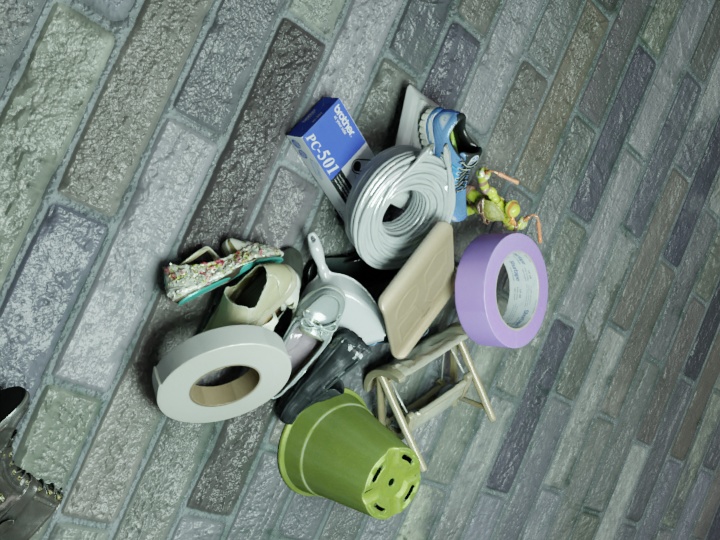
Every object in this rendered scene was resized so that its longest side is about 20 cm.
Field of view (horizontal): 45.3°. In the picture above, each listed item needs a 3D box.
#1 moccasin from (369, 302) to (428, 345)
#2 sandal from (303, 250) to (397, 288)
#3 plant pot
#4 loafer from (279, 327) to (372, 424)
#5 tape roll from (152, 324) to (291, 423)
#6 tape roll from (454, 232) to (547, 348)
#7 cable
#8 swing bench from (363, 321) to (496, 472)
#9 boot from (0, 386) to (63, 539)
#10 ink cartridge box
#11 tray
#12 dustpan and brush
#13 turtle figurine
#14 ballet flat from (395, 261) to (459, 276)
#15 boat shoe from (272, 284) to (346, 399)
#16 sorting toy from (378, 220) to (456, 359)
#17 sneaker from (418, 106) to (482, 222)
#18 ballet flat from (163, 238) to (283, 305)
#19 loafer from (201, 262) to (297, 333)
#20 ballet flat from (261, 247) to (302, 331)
[{"bbox_3d":[0.034,0.087,1.482,0.199,0.068,0.081,-4,106,-36],"label":"moccasin"},{"bbox_3d":[0.000,0.001,1.441,0.200,0.048,0.076,-16,112,-33],"label":"sandal"},{"bbox_3d":[-0.005,0.319,1.438,0.199,0.190,0.201,-12,109,-36],"label":"plant pot"},{"bbox_3d":[-0.059,0.182,1.389,0.070,0.068,0.201,38,110,-2],"label":"loafer"},{"bbox_3d":[-0.201,0.153,1.256,0.202,0.037,0.203,-16,145,-12],"label":"tape roll"},{"bbox_3d":[0.251,0.035,1.523,0.200,0.065,0.201,-1,92,-45],"label":"tape roll"},{"bbox_3d":[0.063,-0.101,1.376,0.200,0.069,0.200,-33,135,-15],"label":"cable"},{"bbox_3d":[0.122,0.215,1.558,0.198,0.130,0.201,-26,112,-31],"label":"swing bench"},{"bbox_3d":[-0.459,0.266,1.138,0.200,0.069,0.174,-53,134,-11],"label":"boot"},{"bbox_3d":[-0.027,-0.169,1.377,0.094,0.044,0.200,-49,127,-20],"label":"ink cartridge box"},{"bbox_3d":[0.095,-0.200,1.451,0.107,0.022,0.201,20,79,-52],"label":"tray"},{"bbox_3d":[-0.050,0.034,1.380,0.139,0.057,0.201,-15,121,6],"label":"dustpan and brush"},{"bbox_3d":[0.231,-0.111,1.529,0.200,0.161,0.065,44,74,-39],"label":"turtle figurine"},{"bbox_3d":[0.149,0.006,1.557,0.199,0.073,0.073,13,94,-41],"label":"ballet flat"},{"bbox_3d":[-0.088,0.112,1.346,0.074,0.065,0.202,33,106,-21],"label":"boat shoe"},{"bbox_3d":[0.094,0.033,1.419,0.185,0.036,0.200,-52,153,-18],"label":"sorting toy"},{"bbox_3d":[0.156,-0.173,1.445,0.078,0.089,0.201,-36,123,-43],"label":"sneaker"},{"bbox_3d":[-0.201,-0.012,1.266,0.200,0.076,0.064,-24,83,-39],"label":"ballet flat"},{"bbox_3d":[-0.181,0.060,1.271,0.200,0.076,0.068,-50,141,3],"label":"loafer"},{"bbox_3d":[-0.136,0.057,1.334,0.068,0.068,0.200,40,76,-38],"label":"ballet flat"}]
